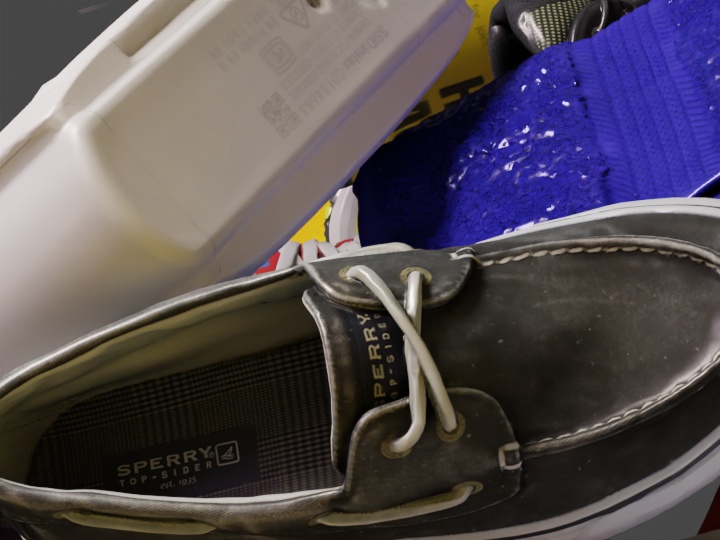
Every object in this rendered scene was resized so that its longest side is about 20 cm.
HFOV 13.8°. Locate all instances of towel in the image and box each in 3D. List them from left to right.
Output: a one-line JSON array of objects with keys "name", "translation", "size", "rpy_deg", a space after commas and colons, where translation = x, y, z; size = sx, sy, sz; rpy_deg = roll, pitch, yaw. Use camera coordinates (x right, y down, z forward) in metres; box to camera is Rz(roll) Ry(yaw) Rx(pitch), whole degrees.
[{"name": "towel", "translation": [0.089, -0.036, 0.732], "size": [0.199, 0.050, 0.148], "rpy_deg": [-30, 33, 12]}]

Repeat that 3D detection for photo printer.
[{"name": "photo printer", "translation": [-0.075, -0.007, 0.789], "size": [0.200, 0.070, 0.166], "rpy_deg": [-38, 6, 41]}]

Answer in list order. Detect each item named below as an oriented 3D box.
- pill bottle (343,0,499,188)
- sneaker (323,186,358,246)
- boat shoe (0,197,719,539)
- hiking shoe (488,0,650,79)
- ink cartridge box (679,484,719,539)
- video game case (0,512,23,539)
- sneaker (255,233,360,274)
[{"name": "pill bottle", "translation": [0.041, -0.103, 1.024], "size": [0.199, 0.112, 0.111], "rpy_deg": [-19, 17, 3]}, {"name": "sneaker", "translation": [0.063, -0.072, 1.111], "size": [0.201, 0.075, 0.076], "rpy_deg": [-63, 22, -4]}, {"name": "boat shoe", "translation": [0.006, 0.031, 0.656], "size": [0.199, 0.073, 0.071], "rpy_deg": [-19, -20, 14]}, {"name": "hiking shoe", "translation": [0.094, -0.065, 0.900], "size": [0.201, 0.101, 0.076], "rpy_deg": [-57, 15, -23]}, {"name": "ink cartridge box", "translation": [0.088, 0.066, 0.683], "size": [0.162, 0.050, 0.201], "rpy_deg": [-27, 31, 60]}, {"name": "video game case", "translation": [-0.077, 0.080, 0.794], "size": [0.199, 0.023, 0.182], "rpy_deg": [1, 37, 49]}, {"name": "sneaker", "translation": [0.000, 0.000, 1.011], "size": [0.200, 0.112, 0.071], "rpy_deg": [-50, 10, -5]}]
